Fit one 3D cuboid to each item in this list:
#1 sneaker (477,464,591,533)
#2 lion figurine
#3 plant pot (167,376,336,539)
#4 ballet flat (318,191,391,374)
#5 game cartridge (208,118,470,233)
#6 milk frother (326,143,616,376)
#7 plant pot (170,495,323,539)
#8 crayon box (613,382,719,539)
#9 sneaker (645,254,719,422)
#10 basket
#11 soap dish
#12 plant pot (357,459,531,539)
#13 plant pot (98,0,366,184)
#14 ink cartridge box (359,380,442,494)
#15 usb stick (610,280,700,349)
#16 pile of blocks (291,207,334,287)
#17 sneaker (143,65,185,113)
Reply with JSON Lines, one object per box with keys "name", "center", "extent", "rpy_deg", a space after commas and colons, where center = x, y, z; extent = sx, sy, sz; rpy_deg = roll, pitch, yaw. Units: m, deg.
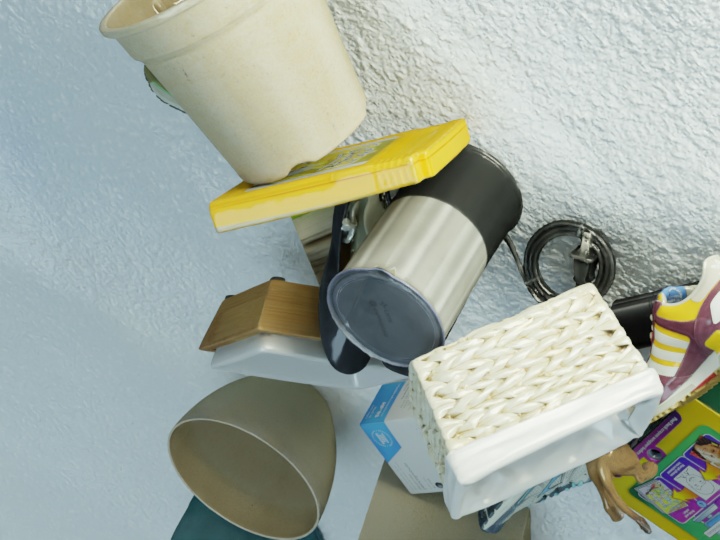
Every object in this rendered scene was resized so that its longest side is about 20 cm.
{"name": "sneaker", "center": [0.198, 0.205, 1.592], "extent": [0.086, 0.078, 0.200], "rpy_deg": [33, 109, -14]}
{"name": "lion figurine", "center": [0.230, 0.142, 1.467], "extent": [0.072, 0.201, 0.123], "rpy_deg": [-25, 143, 15]}
{"name": "plant pot", "center": [-0.106, 0.198, 1.811], "extent": [0.199, 0.135, 0.201], "rpy_deg": [19, 139, 18]}
{"name": "ballet flat", "center": [0.000, 0.000, 1.494], "extent": [0.073, 0.201, 0.073], "rpy_deg": [5, 176, 0]}
{"name": "game cartridge", "center": [-0.015, -0.088, 1.374], "extent": [0.199, 0.176, 0.033], "rpy_deg": [-14, 101, 19]}
{"name": "milk frother", "center": [0.106, 0.008, 1.414], "extent": [0.199, 0.188, 0.181], "rpy_deg": [3, 133, 33]}
{"name": "plant pot", "center": [-0.175, 0.400, 2.030], "extent": [0.199, 0.188, 0.201], "rpy_deg": [19, 139, 18]}
{"name": "crayon box", "center": [0.357, 0.199, 1.538], "extent": [0.172, 0.058, 0.200], "rpy_deg": [33, 141, 0]}
{"name": "sneaker", "center": [0.291, 0.063, 1.392], "extent": [0.090, 0.075, 0.200], "rpy_deg": [56, 140, 15]}
{"name": "basket", "center": [0.146, 0.114, 1.368], "extent": [0.136, 0.199, 0.124], "rpy_deg": [88, 157, -67]}
{"name": "soap dish", "center": [-0.046, 0.067, 1.597], "extent": [0.199, 0.082, 0.157], "rpy_deg": [9, 165, -26]}
{"name": "plant pot", "center": [0.100, 0.351, 1.790], "extent": [0.176, 0.200, 0.201], "rpy_deg": [8, 136, 14]}
{"name": "plant pot", "center": [-0.093, -0.184, 1.338], "extent": [0.200, 0.201, 0.184], "rpy_deg": [-10, 121, 41]}
{"name": "ink cartridge box", "center": [0.111, 0.175, 1.684], "extent": [0.199, 0.067, 0.116], "rpy_deg": [-13, 122, 43]}
{"name": "usb stick", "center": [0.315, 0.034, 1.417], "extent": [0.199, 0.033, 0.056], "rpy_deg": [-16, 111, 45]}
{"name": "pile of blocks", "center": [-0.038, -0.056, 1.570], "extent": [0.062, 0.082, 0.200], "rpy_deg": [-22, 138, -2]}
{"name": "sneaker", "center": [-0.122, -0.181, 1.496], "extent": [0.199, 0.077, 0.089], "rpy_deg": [28, 102, 27]}
